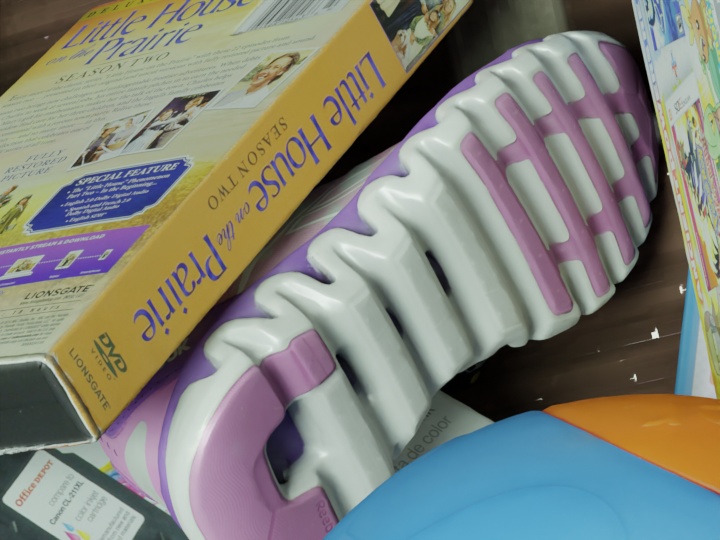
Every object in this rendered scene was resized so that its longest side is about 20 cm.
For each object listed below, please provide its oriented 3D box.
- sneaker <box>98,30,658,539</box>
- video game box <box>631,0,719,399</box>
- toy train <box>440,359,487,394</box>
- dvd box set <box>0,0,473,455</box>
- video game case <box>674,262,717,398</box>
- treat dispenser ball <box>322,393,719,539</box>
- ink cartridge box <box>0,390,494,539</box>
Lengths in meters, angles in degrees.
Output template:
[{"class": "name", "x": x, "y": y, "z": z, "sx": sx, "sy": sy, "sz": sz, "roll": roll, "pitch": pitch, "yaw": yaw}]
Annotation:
[{"class": "sneaker", "x": 0.000, "y": 0.000, "z": 0.816, "sx": 0.088, "sy": 0.200, "sz": 0.081, "roll": 10, "pitch": 134, "yaw": 49}, {"class": "video game box", "x": 0.105, "y": -0.060, "z": 0.728, "sx": 0.047, "sy": 0.182, "sz": 0.200, "roll": -11, "pitch": 87, "yaw": -8}, {"class": "toy train", "x": -0.046, "y": -0.008, "z": 0.915, "sx": 0.200, "sy": 0.034, "sz": 0.046, "roll": 23, "pitch": 125, "yaw": 26}, {"class": "dvd box set", "x": -0.073, "y": -0.020, "z": 0.816, "sx": 0.146, "sy": 0.200, "sz": 0.029, "roll": -9, "pitch": 121, "yaw": 40}, {"class": "video game case", "x": 0.161, "y": -0.040, "z": 0.805, "sx": 0.143, "sy": 0.018, "sz": 0.200, "roll": 9, "pitch": 97, "yaw": 28}, {"class": "treat dispenser ball", "x": 0.066, "y": 0.129, "z": 0.682, "sx": 0.200, "sy": 0.201, "sz": 0.201, "roll": 2, "pitch": 94, "yaw": 29}, {"class": "ink cartridge box", "x": -0.055, "y": 0.081, "z": 0.849, "sx": 0.200, "sy": 0.146, "sz": 0.083, "roll": 29, "pitch": 144, "yaw": 23}]
